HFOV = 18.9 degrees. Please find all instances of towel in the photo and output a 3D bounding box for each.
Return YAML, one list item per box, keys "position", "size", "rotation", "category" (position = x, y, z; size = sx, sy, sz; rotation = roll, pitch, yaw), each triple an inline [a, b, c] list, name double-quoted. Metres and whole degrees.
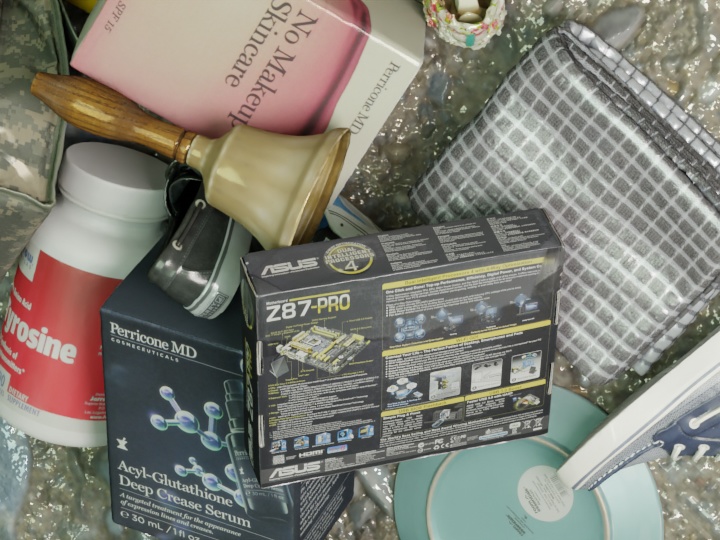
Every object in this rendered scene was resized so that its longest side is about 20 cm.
- position: [0.150, -0.040, 1.416]
  size: [0.200, 0.086, 0.166]
  rotation: [44, 116, 7]
  category: "towel"

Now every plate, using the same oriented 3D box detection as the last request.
- position: [0.113, 0.175, 1.518]
  size: [0.199, 0.026, 0.201]
  rotation: [6, 105, 22]
  category: "plate"

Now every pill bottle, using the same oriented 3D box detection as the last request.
- position: [-0.194, 0.016, 1.558]
  size: [0.112, 0.112, 0.201]
  rotation: [22, 110, 16]
  category: "pill bottle"

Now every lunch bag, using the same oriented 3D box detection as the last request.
- position: [-0.264, -0.112, 1.504]
  size: [0.117, 0.201, 0.164]
  rotation: [13, 153, -20]
  category: "lunch bag"

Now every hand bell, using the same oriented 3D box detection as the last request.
- position: [-0.116, -0.082, 1.375]
  size: [0.199, 0.104, 0.104]
  rotation: [24, 111, 6]
  category: "hand bell"

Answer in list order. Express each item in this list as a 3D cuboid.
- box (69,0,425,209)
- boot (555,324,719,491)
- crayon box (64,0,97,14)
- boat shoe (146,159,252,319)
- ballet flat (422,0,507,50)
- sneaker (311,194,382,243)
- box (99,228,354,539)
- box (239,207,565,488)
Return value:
- position: [-0.071, -0.154, 1.430]
  size: [0.200, 0.109, 0.128]
  rotation: [29, 113, -10]
  category: "box"
- position: [0.226, 0.104, 1.424]
  size: [0.200, 0.073, 0.090]
  rotation: [-42, 87, 21]
  category: "boot"
- position: [-0.183, -0.277, 1.509]
  size: [0.200, 0.058, 0.173]
  rotation: [28, 112, 13]
  category: "crayon box"
- position: [-0.103, -0.051, 1.458]
  size: [0.056, 0.200, 0.069]
  rotation: [28, 126, -19]
  category: "boat shoe"
- position: [0.062, -0.243, 1.411]
  size: [0.075, 0.064, 0.201]
  rotation: [-13, 98, 1]
  category: "ballet flat"
- position: [0.000, 0.000, 1.496]
  size: [0.200, 0.072, 0.072]
  rotation: [34, 112, 10]
  category: "sneaker"
- position: [-0.088, 0.094, 1.503]
  size: [0.148, 0.107, 0.201]
  rotation: [16, 129, 19]
  category: "box"
- position: [0.025, 0.050, 1.369]
  size: [0.199, 0.049, 0.162]
  rotation: [-10, 131, -12]
  category: "box"
